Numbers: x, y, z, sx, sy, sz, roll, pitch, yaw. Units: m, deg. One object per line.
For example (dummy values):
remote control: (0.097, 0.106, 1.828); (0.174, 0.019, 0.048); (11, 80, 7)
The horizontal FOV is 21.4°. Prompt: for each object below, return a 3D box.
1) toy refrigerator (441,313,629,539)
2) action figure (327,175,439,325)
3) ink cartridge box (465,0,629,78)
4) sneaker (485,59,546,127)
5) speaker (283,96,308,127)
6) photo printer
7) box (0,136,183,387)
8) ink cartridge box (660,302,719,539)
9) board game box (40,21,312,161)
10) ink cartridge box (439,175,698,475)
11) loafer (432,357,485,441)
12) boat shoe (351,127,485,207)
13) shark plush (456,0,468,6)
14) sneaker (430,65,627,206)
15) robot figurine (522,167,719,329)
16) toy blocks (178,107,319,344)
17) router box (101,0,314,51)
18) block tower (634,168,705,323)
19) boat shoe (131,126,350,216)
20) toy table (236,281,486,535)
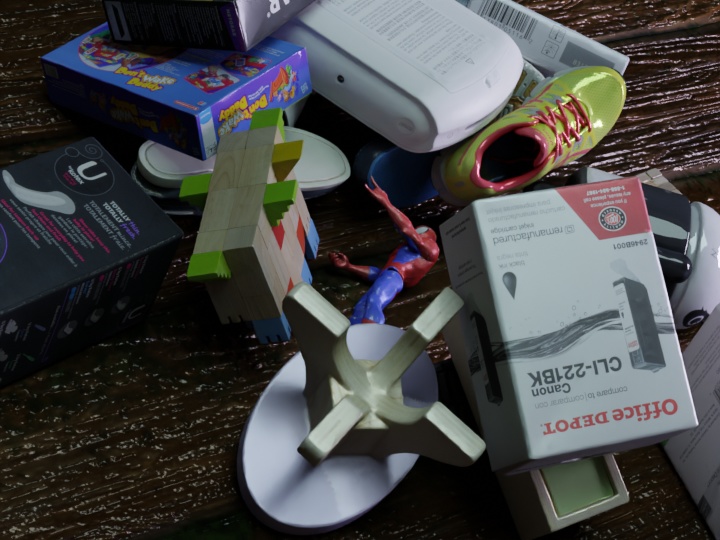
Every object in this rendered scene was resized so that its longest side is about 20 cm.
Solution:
toy refrigerator: (0.136, 0.105, 1.509); (0.076, 0.070, 0.201); (-17, 80, -21)
action figure: (0.000, 0.000, 1.617); (0.099, 0.065, 0.200); (43, 42, 2)
ink cartridge box: (0.169, -0.214, 1.862); (0.159, 0.048, 0.200); (25, 1, -2)
sneaker: (0.105, -0.184, 1.812); (0.199, 0.076, 0.088); (22, 11, 23)
speaker: (-0.075, -0.193, 1.771); (0.081, 0.081, 0.200); (25, 40, -2)
photo printer: (0.038, -0.192, 1.705); (0.199, 0.070, 0.166); (34, 44, 15)
box: (-0.255, -0.003, 1.453); (0.199, 0.106, 0.122); (-26, 63, -43)
ink cartridge box: (0.339, 0.146, 1.587); (0.084, 0.146, 0.201); (-2, 49, -31)
board game box: (-0.160, -0.169, 1.646); (0.199, 0.045, 0.134); (23, 44, 38)
ink cartridge box: (0.157, 0.042, 1.449); (0.143, 0.084, 0.201); (-9, 81, -18)
loafer: (0.118, 0.108, 1.581); (0.199, 0.071, 0.074); (-4, 81, -19)
boat shoe: (0.047, -0.104, 1.759); (0.069, 0.085, 0.200); (35, 22, 26)
shark plush: (0.085, -0.280, 1.945); (0.200, 0.084, 0.091); (41, 42, 17)
sneaker: (0.163, -0.118, 1.700); (0.199, 0.090, 0.078); (-34, 99, -12)
robot figurine: (0.236, -0.018, 1.718); (0.199, 0.125, 0.151); (16, 43, -6)
toy blocks: (-0.080, -0.015, 1.545); (0.099, 0.137, 0.201); (-8, 40, 14)
router box: (-0.107, -0.257, 1.666); (0.148, 0.051, 0.200); (8, 35, 33)
block tower: (0.321, -0.006, 1.808); (0.054, 0.058, 0.200); (-20, 57, -41)
boat shoe: (-0.105, -0.078, 1.648); (0.199, 0.062, 0.075); (-8, 53, -31)
toy table: (0.001, 0.100, 1.436); (0.183, 0.117, 0.201); (32, 56, -2)
